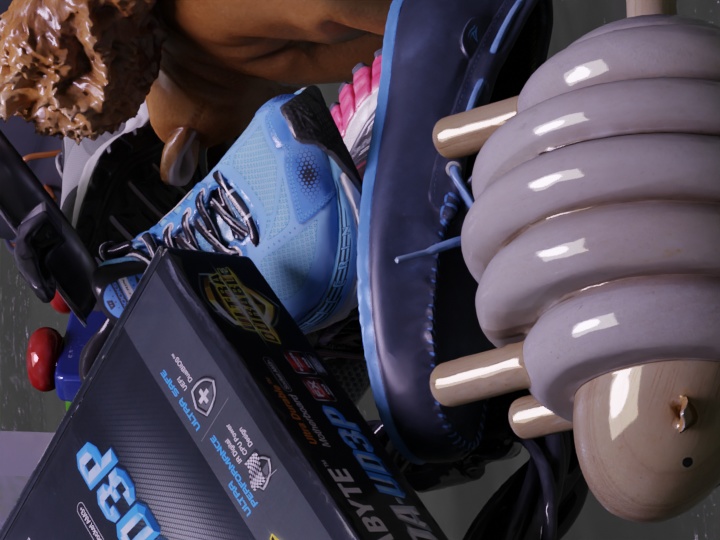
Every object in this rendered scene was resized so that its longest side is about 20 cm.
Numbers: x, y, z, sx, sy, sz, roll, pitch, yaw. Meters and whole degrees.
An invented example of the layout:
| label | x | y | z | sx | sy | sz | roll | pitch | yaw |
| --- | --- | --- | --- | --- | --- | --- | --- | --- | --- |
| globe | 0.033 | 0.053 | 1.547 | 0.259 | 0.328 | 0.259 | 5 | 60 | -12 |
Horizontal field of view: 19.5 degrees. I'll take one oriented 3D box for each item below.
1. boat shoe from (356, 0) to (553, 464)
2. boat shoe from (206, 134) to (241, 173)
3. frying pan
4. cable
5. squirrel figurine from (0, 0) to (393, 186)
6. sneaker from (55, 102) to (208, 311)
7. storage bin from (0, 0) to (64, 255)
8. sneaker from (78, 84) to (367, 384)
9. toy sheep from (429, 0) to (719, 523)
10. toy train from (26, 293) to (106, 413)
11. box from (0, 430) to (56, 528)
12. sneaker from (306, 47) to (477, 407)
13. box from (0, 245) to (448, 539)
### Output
| label | x | y | z | sx | sy | sz | roll | pitch | yaw |
| --- | --- | --- | --- | --- | --- | --- | --- | --- | --- |
| boat shoe | 0.041 | -0.028 | 0.795 | 0.068 | 0.084 | 0.201 | -6 | 71 | 22 |
| boat shoe | -0.080 | -0.006 | 1.084 | 0.071 | 0.070 | 0.201 | 117 | 146 | -45 |
| frying pan | -0.146 | -0.030 | 0.878 | 0.115 | 0.031 | 0.190 | 53 | 173 | 4 |
| cable | 0.011 | 0.100 | 0.824 | 0.051 | 0.163 | 0.200 | 53 | 154 | -14 |
| squirrel figurine | -0.078 | -0.123 | 0.956 | 0.187 | 0.199 | 0.142 | -46 | 55 | 54 |
| sneaker | -0.119 | -0.049 | 1.057 | 0.079 | 0.074 | 0.201 | -27 | 32 | 29 |
| storage bin | -0.255 | -0.106 | 1.361 | 0.200 | 0.134 | 0.146 | -66 | 34 | 35 |
| sneaker | -0.060 | 0.004 | 0.850 | 0.079 | 0.090 | 0.200 | 65 | 145 | 27 |
| toy sheep | 0.093 | -0.016 | 0.692 | 0.138 | 0.137 | 0.201 | -34 | 52 | 57 |
| toy train | -0.130 | 0.040 | 1.184 | 0.200 | 0.084 | 0.116 | -86 | -2 | -56 |
| box | -0.211 | 0.186 | 1.174 | 0.097 | 0.199 | 0.177 | -55 | 40 | 44 |
| sneaker | 0.000 | 0.000 | 0.918 | 0.075 | 0.080 | 0.201 | 59 | 136 | 44 |
| box | -0.049 | 0.114 | 0.767 | 0.159 | 0.046 | 0.200 | -58 | 48 | 26 |
